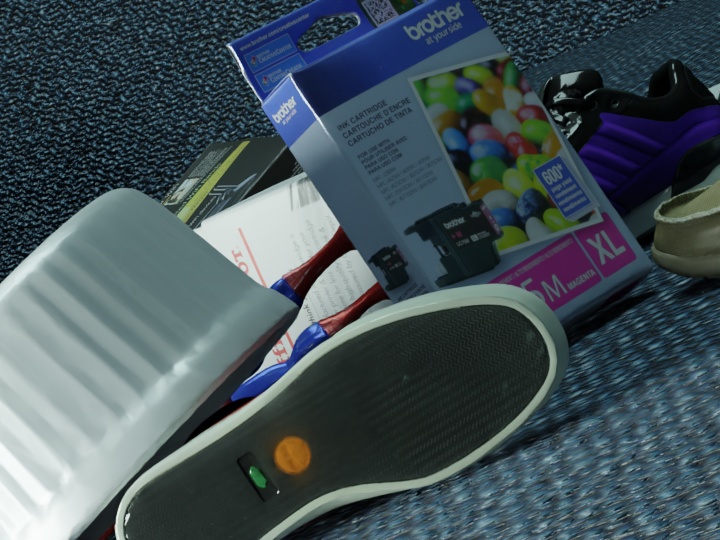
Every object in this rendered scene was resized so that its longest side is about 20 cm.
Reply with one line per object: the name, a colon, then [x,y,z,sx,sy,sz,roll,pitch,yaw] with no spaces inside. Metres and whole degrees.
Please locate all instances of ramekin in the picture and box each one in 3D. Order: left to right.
ramekin: [-0.128,0.058,1.304,0.201,0.098,0.200,-47,-2,-2]

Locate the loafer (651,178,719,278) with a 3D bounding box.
loafer: [0.211,-0.054,1.336,0.199,0.068,0.076,-22,6,32]

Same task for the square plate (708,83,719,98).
square plate: [0.235,-0.099,1.897,0.199,0.029,0.198,-23,5,27]

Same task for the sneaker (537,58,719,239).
sneaker: [0.110,-0.053,1.610,0.200,0.100,0.070,-27,3,-21]

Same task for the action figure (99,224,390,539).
action figure: [-0.062,0.063,1.445,0.200,0.065,0.052,-40,-25,2]

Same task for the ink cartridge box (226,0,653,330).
ink cartridge box: [0.038,-0.053,1.412,0.119,0.200,0.042,-30,-10,-35]

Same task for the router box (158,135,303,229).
router box: [-0.117,-0.002,2.015,0.200,0.052,0.157,-50,19,-16]

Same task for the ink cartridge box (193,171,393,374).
ink cartridge box: [0.000,0.000,1.530,0.199,0.116,0.068,-21,6,33]

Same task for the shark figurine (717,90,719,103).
shark figurine: [0.137,-0.080,1.789,0.214,0.090,0.128,-10,33,44]

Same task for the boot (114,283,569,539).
boot: [-0.002,0.057,1.252,0.199,0.073,0.144,-28,3,12]
